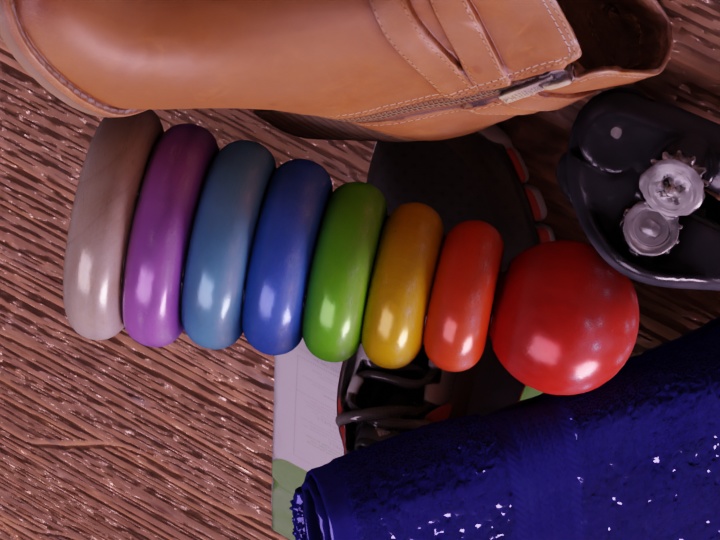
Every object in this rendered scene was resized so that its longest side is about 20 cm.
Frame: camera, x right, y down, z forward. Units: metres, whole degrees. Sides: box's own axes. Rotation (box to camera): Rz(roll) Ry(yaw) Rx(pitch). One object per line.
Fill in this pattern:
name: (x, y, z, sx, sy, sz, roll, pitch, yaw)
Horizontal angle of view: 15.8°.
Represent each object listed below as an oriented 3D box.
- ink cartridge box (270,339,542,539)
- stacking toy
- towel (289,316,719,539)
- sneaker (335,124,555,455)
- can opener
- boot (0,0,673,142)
ink cartridge box: (0.019, 0.069, 1.121, 0.103, 0.059, 0.200, 26, 150, 13)
stacking toy: (0.000, 0.000, 0.915, 0.199, 0.086, 0.086, 11, 149, 3)
towel: (0.074, 0.103, 0.962, 0.050, 0.199, 0.148, -134, 31, -55)
sneaker: (0.027, 0.038, 0.971, 0.077, 0.082, 0.201, 4, 107, 22)
can opener: (0.159, -0.005, 0.881, 0.199, 0.079, 0.064, 24, 111, 12)
boot: (-0.007, -0.089, 0.842, 0.154, 0.074, 0.199, -5, 171, 40)
